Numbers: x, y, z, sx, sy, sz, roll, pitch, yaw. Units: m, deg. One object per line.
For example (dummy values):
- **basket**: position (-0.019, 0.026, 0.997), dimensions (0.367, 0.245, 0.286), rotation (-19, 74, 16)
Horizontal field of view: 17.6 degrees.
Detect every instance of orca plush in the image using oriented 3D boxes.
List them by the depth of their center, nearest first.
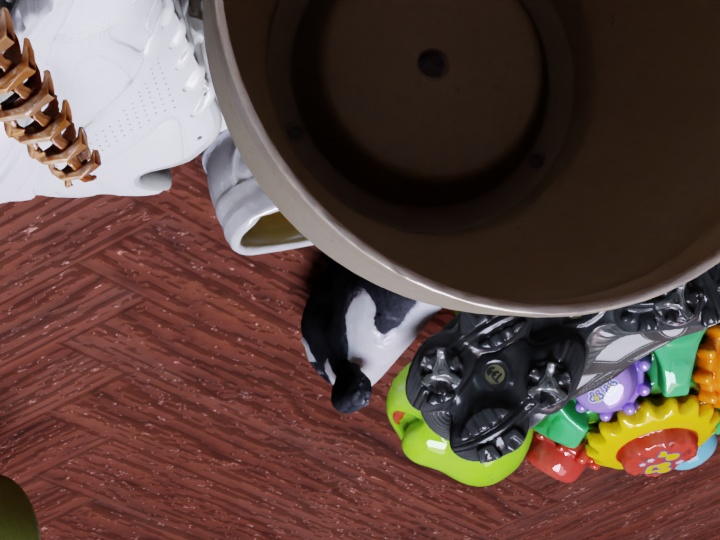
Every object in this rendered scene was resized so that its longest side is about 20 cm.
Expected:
- **orca plush**: position (0.000, 0.000, 0.982), dimensions (0.071, 0.105, 0.200), rotation (35, 172, -3)

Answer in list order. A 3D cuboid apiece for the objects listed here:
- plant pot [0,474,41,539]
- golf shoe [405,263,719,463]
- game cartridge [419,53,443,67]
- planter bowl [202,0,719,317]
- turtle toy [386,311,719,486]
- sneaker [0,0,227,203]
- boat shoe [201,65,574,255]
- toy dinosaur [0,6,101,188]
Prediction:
- **plant pot**: position (-0.278, 0.147, 1.052), dimensions (0.200, 0.188, 0.187), rotation (27, 134, -32)
- **golf shoe**: position (0.108, 0.002, 0.975), dimensions (0.199, 0.078, 0.094), rotation (-31, 179, 7)
- **game cartridge**: position (0.120, -0.073, 0.942), dimensions (0.199, 0.041, 0.133), rotation (15, 145, -41)
- **planter bowl**: position (0.038, -0.077, 0.759), dimensions (0.199, 0.201, 0.135), rotation (-5, 173, -14)
- **turtle toy**: position (0.106, 0.047, 1.081), dimensions (0.199, 0.101, 0.146), rotation (-5, 151, -15)
- **sneaker**: position (-0.078, -0.084, 0.789), dimensions (0.099, 0.078, 0.200), rotation (6, 157, -14)
- **boat shoe**: position (0.044, -0.032, 0.857), dimensions (0.201, 0.086, 0.075), rotation (-4, 150, -13)
- **toy dinosaur**: position (-0.111, -0.126, 0.643), dimensions (0.135, 0.102, 0.201), rotation (-22, 131, -15)
